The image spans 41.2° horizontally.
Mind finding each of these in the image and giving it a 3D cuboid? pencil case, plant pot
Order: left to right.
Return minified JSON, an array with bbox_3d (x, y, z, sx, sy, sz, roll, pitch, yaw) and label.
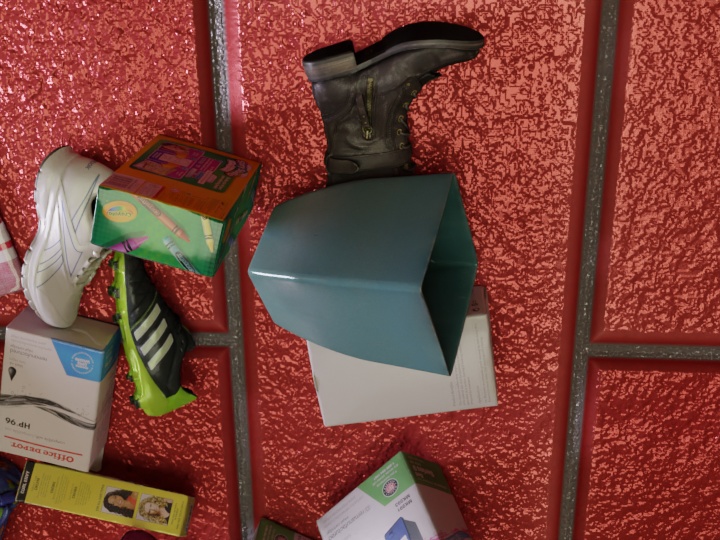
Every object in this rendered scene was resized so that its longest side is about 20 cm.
[{"bbox_3d":[-0.477,0.327,1.179,0.086,0.078,0.202,37,113,21],"label":"pencil case"},{"bbox_3d":[0.000,0.000,0.962,0.196,0.143,0.142,3,142,23],"label":"plant pot"}]

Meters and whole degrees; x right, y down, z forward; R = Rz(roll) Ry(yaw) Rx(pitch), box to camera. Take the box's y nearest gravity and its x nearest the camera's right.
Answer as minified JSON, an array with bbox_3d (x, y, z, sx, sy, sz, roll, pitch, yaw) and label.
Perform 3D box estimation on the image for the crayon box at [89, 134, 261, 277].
[{"bbox_3d":[-0.172,-0.069,0.934,0.116,0.201,0.059,15,111,-1],"label":"crayon box"}]

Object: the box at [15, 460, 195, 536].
[{"bbox_3d":[-0.300,0.272,1.141,0.196,0.075,0.051,12,75,-2],"label":"box"}]

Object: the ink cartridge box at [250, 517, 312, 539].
[{"bbox_3d":[-0.053,0.404,1.139,0.197,0.147,0.085,24,111,-6],"label":"ink cartridge box"}]

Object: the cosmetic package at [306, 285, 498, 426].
[{"bbox_3d":[0.047,0.094,1.045,0.195,0.081,0.115,-6,111,8],"label":"cosmetic package"}]

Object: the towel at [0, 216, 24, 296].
[{"bbox_3d":[-0.468,-0.054,1.061,0.141,0.023,0.204,-14,109,9],"label":"towel"}]

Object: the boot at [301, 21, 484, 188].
[{"bbox_3d":[0.039,-0.148,0.967,0.196,0.070,0.177,-8,116,12],"label":"boot"}]

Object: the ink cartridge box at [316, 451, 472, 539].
[{"bbox_3d":[0.053,0.331,1.067,0.145,0.202,0.087,-41,140,18],"label":"ink cartridge box"}]

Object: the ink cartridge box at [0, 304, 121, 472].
[{"bbox_3d":[-0.351,0.154,1.108,0.114,0.068,0.204,13,112,0],"label":"ink cartridge box"}]

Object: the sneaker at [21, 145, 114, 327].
[{"bbox_3d":[-0.305,-0.026,1.023,0.085,0.075,0.204,18,114,10],"label":"sneaker"}]

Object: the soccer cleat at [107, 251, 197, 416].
[{"bbox_3d":[-0.231,0.060,1.069,0.080,0.067,0.204,-13,103,-24],"label":"soccer cleat"}]

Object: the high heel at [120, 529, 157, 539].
[{"bbox_3d":[-0.221,0.355,1.131,0.094,0.069,0.201,9,157,13],"label":"high heel"}]
